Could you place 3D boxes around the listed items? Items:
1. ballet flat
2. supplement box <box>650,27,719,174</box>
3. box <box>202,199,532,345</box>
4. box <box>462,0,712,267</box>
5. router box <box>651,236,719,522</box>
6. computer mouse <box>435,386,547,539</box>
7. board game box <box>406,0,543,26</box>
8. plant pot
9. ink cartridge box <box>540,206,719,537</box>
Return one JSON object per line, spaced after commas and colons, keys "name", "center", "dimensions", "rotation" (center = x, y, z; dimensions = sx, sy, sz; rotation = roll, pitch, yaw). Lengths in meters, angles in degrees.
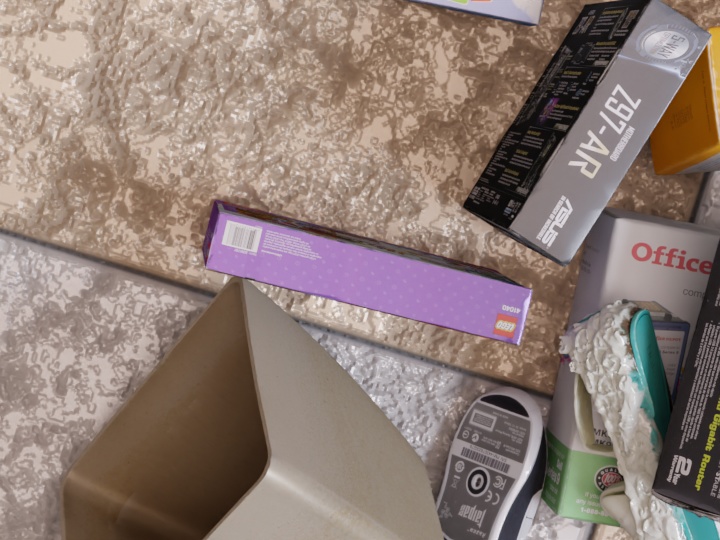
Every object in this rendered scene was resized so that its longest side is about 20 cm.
{"name": "ballet flat", "center": [0.175, 0.116, 1.283], "dimensions": [0.071, 0.072, 0.201], "rotation": [-17, 96, -3]}
{"name": "supplement box", "center": [0.295, -0.112, 1.295], "dimensions": [0.199, 0.126, 0.074], "rotation": [-5, 84, -11]}
{"name": "box", "center": [0.000, 0.000, 1.296], "dimensions": [0.199, 0.137, 0.039], "rotation": [14, 94, -6]}
{"name": "box", "center": [0.134, -0.089, 1.267], "dimensions": [0.043, 0.200, 0.161], "rotation": [32, 92, -7]}
{"name": "router box", "center": [0.267, 0.059, 1.252], "dimensions": [0.149, 0.062, 0.201], "rotation": [14, 91, -45]}
{"name": "computer mouse", "center": [0.080, 0.177, 1.354], "dimensions": [0.044, 0.109, 0.201], "rotation": [24, 87, -44]}
{"name": "board game box", "center": [0.061, -0.271, 1.323], "dimensions": [0.150, 0.037, 0.201], "rotation": [10, 96, -6]}
{"name": "plant pot", "center": [-0.057, 0.164, 1.268], "dimensions": [0.177, 0.200, 0.200], "rotation": [32, 113, -25]}
{"name": "ink cartridge box", "center": [0.208, 0.070, 1.348], "dimensions": [0.144, 0.088, 0.201], "rotation": [11, 93, -6]}
